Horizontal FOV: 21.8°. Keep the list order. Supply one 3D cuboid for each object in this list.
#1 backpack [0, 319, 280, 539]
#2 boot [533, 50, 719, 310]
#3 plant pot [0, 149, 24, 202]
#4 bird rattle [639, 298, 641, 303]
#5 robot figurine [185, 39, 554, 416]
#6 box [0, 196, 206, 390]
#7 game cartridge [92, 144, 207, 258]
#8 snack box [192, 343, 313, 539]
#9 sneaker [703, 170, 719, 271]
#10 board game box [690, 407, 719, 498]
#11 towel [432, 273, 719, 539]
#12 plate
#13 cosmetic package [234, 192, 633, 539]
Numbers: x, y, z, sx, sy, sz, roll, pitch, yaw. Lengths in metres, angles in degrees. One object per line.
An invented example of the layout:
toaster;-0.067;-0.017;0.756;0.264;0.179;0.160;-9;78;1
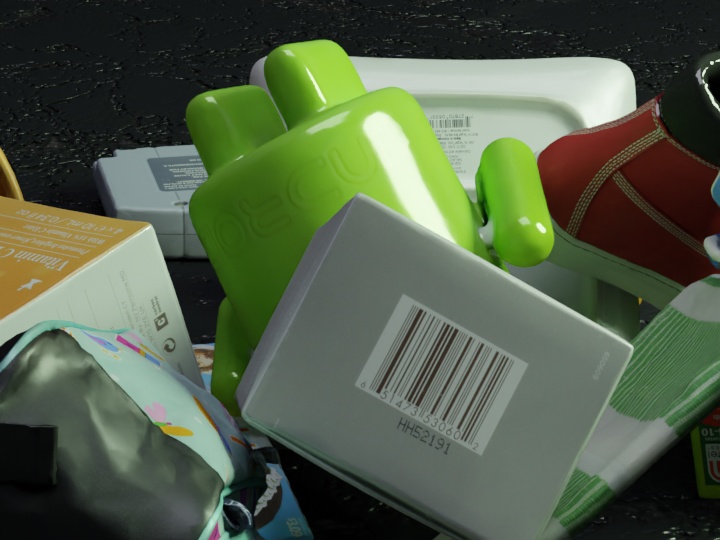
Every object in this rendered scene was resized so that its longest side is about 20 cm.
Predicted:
backpack;-0.102;0.108;0.605;0.153;0.176;0.200;41;2;-4
boot;0.186;-0.038;0.872;0.199;0.073;0.144;15;-35;-41
plant pot;-0.286;-0.001;0.883;0.199;0.202;0.183;-17;13;-39
bird rattle;0.064;0.001;1.043;0.162;0.114;0.199;10;-7;-33
robot figurine;0.000;0.000;0.825;0.175;0.201;0.116;-29;-1;17
box;-0.180;0.060;0.763;0.124;0.098;0.200;10;36;43
game cartridge;-0.066;-0.047;1.196;0.198;0.042;0.133;-4;27;-13
snack box;-0.099;0.092;0.843;0.115;0.037;0.200;-4;22;-14
sneaker;0.195;-0.011;0.808;0.077;0.076;0.200;29;-9;17
board game box;0.240;0.051;0.925;0.101;0.048;0.200;-2;18;28
towel;0.084;0.070;0.716;0.200;0.023;0.153;-41;1;-3
plate;0.043;-0.013;0.920;0.198;0.202;0.032;0;-12;-2
cosmetic package;0.017;0.037;0.668;0.106;0.091;0.200;28;-6;-1
